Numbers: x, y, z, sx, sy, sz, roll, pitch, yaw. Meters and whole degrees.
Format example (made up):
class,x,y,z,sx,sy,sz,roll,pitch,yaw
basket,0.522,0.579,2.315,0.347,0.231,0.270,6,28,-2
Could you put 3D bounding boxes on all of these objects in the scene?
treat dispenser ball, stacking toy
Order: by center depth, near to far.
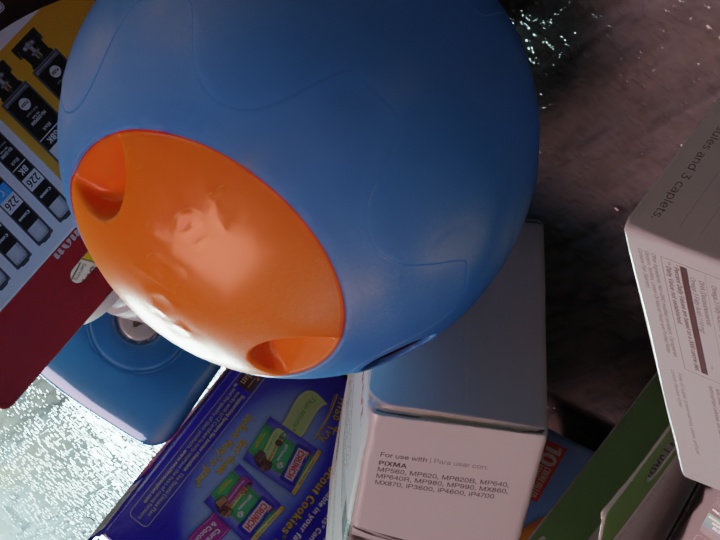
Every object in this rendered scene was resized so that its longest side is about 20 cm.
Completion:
class,x,y,z,sx,sy,sz,roll,pitch,yaw
treat dispenser ball,-0.025,-0.056,1.006,0.200,0.201,0.201,31,155,16
stacking toy,-0.138,0.042,1.486,0.110,0.116,0.200,35,170,0

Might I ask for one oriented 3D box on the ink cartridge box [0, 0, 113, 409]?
class,x,y,z,sx,sy,sz,roll,pitch,yaw
ink cartridge box,-0.164,-0.063,1.190,0.176,0.200,0.084,45,154,-12

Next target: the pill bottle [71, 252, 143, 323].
class,x,y,z,sx,sy,sz,roll,pitch,yaw
pill bottle,-0.186,-0.033,1.303,0.199,0.113,0.112,15,171,-35

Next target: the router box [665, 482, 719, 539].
class,x,y,z,sx,sy,sz,roll,pitch,yaw
router box,0.235,0.145,1.074,0.200,0.062,0.150,33,120,15

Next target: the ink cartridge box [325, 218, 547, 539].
class,x,y,z,sx,sy,sz,roll,pitch,yaw
ink cartridge box,0.033,0.088,1.162,0.083,0.145,0.200,6,133,-3

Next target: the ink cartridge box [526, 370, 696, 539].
class,x,y,z,sx,sy,sz,roll,pitch,yaw
ink cartridge box,0.128,0.093,1.116,0.048,0.146,0.200,31,155,20

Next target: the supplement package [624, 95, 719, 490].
class,x,y,z,sx,sy,sz,roll,pitch,yaw
supplement package,0.222,0.011,0.832,0.200,0.152,0.151,23,151,32

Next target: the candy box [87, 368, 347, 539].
class,x,y,z,sx,sy,sz,roll,pitch,yaw
candy box,-0.033,0.160,1.431,0.200,0.169,0.077,40,159,-3

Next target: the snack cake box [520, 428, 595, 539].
class,x,y,z,sx,sy,sz,roll,pitch,yaw
snack cake box,0.097,0.196,1.265,0.115,0.200,0.067,25,168,28
